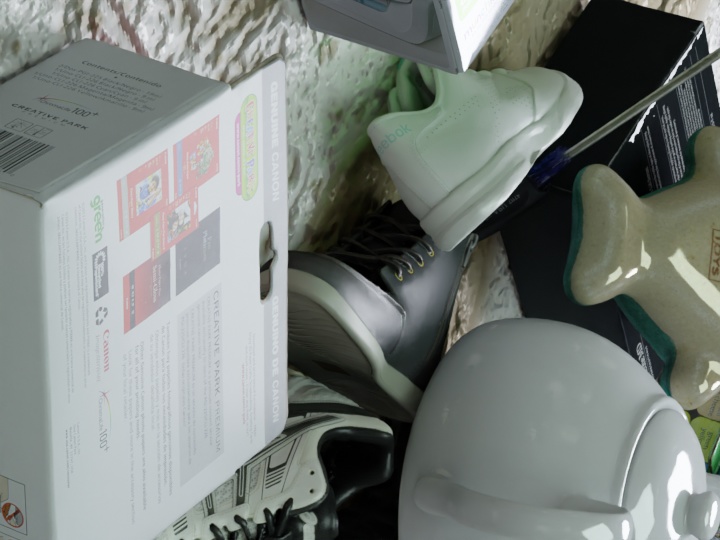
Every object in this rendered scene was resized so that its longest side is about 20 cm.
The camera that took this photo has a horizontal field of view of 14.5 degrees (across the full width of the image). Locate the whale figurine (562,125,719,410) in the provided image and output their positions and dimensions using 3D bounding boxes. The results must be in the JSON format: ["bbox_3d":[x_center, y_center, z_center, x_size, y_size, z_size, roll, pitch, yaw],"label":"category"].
[{"bbox_3d":[0.176,-0.002,1.578,0.199,0.104,0.160,12,80,-39],"label":"whale figurine"}]

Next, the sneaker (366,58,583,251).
[{"bbox_3d":[0.056,-0.085,1.489,0.075,0.088,0.200,-44,-177,24],"label":"sneaker"}]

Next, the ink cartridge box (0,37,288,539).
[{"bbox_3d":[-0.111,0.014,1.223,0.175,0.084,0.201,-36,136,-48],"label":"ink cartridge box"}]

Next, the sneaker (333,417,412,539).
[{"bbox_3d":[0.019,0.153,1.546,0.200,0.075,0.079,-52,148,-32],"label":"sneaker"}]

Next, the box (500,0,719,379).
[{"bbox_3d":[0.152,-0.040,1.668,0.141,0.079,0.200,-57,149,-28],"label":"box"}]

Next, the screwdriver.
[{"bbox_3d":[0.122,-0.073,1.522,0.200,0.029,0.028,-40,162,33],"label":"screwdriver"}]

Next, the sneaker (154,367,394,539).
[{"bbox_3d":[-0.058,0.115,1.375,0.200,0.087,0.076,-43,142,-40],"label":"sneaker"}]

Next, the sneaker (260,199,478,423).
[{"bbox_3d":[0.000,0.000,1.439,0.200,0.075,0.107,51,56,-68],"label":"sneaker"}]

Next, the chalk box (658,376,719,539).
[{"bbox_3d":[0.262,0.124,1.915,0.125,0.124,0.200,-65,150,-10],"label":"chalk box"}]

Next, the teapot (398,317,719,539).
[{"bbox_3d":[0.116,0.120,1.491,0.200,0.146,0.198,-60,146,-38],"label":"teapot"}]

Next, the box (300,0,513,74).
[{"bbox_3d":[0.044,-0.230,1.346,0.200,0.096,0.177,-56,147,-27],"label":"box"}]
